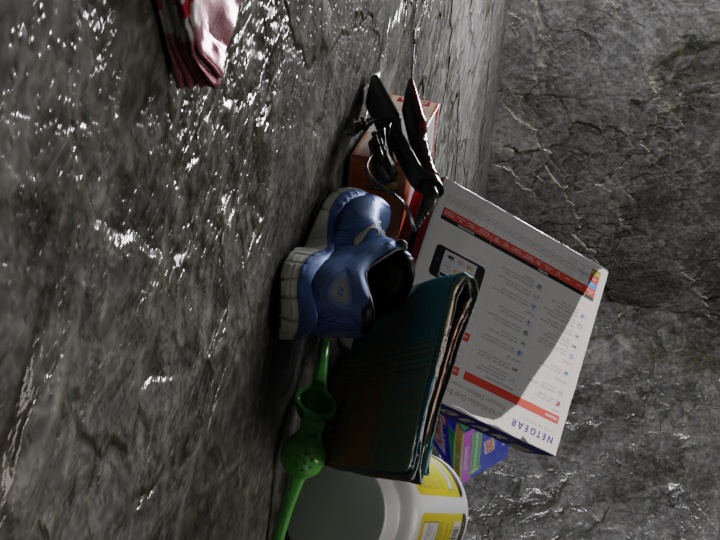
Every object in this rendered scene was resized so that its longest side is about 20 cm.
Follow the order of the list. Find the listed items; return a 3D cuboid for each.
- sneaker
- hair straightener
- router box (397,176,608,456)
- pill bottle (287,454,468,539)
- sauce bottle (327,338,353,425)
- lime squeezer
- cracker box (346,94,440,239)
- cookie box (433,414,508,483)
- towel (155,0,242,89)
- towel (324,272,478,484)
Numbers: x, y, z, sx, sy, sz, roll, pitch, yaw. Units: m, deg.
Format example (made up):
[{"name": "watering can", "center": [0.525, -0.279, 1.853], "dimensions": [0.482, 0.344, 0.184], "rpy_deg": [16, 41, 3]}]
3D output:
[{"name": "sneaker", "center": [0.000, 0.000, 0.843], "dimensions": [0.201, 0.088, 0.080], "rpy_deg": [-65, 164, -60]}, {"name": "hair straightener", "center": [0.021, -0.101, 0.924], "dimensions": [0.202, 0.076, 0.041], "rpy_deg": [-98, -162, -47]}, {"name": "router box", "center": [0.110, 0.043, 0.975], "dimensions": [0.049, 0.198, 0.182], "rpy_deg": [-7, -121, 61]}, {"name": "pill bottle", "center": [0.017, 0.217, 1.001], "dimensions": [0.200, 0.113, 0.116], "rpy_deg": [27, 72, -64]}, {"name": "sauce bottle", "center": [0.000, 0.120, 1.057], "dimensions": [0.202, 0.064, 0.065], "rpy_deg": [91, 12, -48]}, {"name": "lime squeezer", "center": [-0.040, 0.131, 0.897], "dimensions": [0.071, 0.037, 0.203], "rpy_deg": [81, 20, -66]}, {"name": "cracker box", "center": [0.029, -0.074, 1.059], "dimensions": [0.200, 0.057, 0.136], "rpy_deg": [-65, 163, -63]}, {"name": "cookie box", "center": [0.093, 0.121, 1.275], "dimensions": [0.201, 0.075, 0.172], "rpy_deg": [57, -13, 27]}, {"name": "towel", "center": [-0.061, -0.193, 0.454], "dimensions": [0.201, 0.022, 0.146], "rpy_deg": [86, 15, -56]}, {"name": "towel", "center": [0.024, 0.081, 0.824], "dimensions": [0.200, 0.021, 0.149], "rpy_deg": [158, -50, -70]}]
